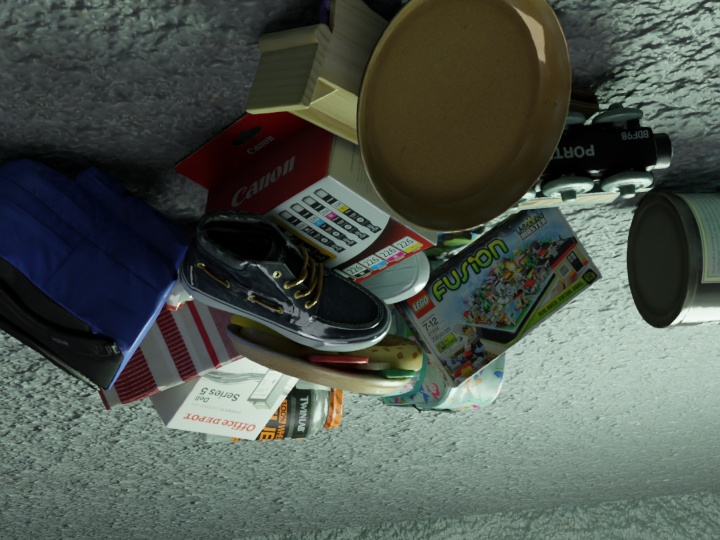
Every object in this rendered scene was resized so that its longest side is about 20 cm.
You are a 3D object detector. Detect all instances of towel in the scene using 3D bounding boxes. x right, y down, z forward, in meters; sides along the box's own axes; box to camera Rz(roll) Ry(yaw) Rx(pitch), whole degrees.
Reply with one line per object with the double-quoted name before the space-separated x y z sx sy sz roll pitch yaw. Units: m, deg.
"towel" -0.218 0.054 1.204 0.198 0.145 0.023 -22 -176 15

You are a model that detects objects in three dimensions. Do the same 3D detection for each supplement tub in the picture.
"supplement tub" -0.131 0.177 1.568 0.198 0.124 0.123 -1 157 -14

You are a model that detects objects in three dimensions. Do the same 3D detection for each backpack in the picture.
"backpack" -0.275 -0.009 1.036 0.199 0.169 0.163 33 147 -5
"backpack" 0.080 0.074 1.269 0.149 0.180 0.199 2 176 -28

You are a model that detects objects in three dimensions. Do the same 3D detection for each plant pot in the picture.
"plant pot" 0.077 -0.129 0.856 0.198 0.202 0.027 11 -167 -36

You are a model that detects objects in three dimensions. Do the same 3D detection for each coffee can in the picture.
"coffee can" 0.414 -0.013 1.222 0.198 0.148 0.147 -1 157 -12

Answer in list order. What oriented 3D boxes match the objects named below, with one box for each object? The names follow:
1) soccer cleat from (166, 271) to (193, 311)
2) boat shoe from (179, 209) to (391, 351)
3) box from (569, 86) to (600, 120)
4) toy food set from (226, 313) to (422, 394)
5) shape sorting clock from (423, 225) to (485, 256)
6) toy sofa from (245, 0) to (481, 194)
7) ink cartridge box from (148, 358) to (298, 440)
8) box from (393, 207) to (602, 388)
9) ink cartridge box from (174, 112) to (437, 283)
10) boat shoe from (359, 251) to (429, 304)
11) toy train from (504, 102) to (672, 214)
"soccer cleat" -0.258 -0.019 1.151 0.198 0.078 0.069 15 -176 -4
"boat shoe" -0.059 0.010 0.978 0.198 0.071 0.091 16 148 -10
"box" 0.098 -0.123 1.038 0.162 0.022 0.200 6 156 -26
"toy food set" -0.037 0.077 1.112 0.198 0.049 0.198 17 -176 10
"shape sorting clock" 0.031 -0.042 1.163 0.197 0.040 0.200 2 166 0
"toy sofa" 0.015 -0.139 0.894 0.199 0.099 0.082 21 171 -37
"ink cartridge box" -0.137 0.091 1.288 0.145 0.084 0.201 18 114 -46
"box" 0.143 0.020 1.163 0.199 0.111 0.035 -36 -175 -10
"ink cartridge box" -0.057 -0.059 1.016 0.175 0.085 0.199 30 141 -31
"boat shoe" 0.000 0.000 1.148 0.199 0.073 0.062 0 173 44
"toy train" 0.174 -0.094 1.000 0.198 0.086 0.114 -6 171 -4
